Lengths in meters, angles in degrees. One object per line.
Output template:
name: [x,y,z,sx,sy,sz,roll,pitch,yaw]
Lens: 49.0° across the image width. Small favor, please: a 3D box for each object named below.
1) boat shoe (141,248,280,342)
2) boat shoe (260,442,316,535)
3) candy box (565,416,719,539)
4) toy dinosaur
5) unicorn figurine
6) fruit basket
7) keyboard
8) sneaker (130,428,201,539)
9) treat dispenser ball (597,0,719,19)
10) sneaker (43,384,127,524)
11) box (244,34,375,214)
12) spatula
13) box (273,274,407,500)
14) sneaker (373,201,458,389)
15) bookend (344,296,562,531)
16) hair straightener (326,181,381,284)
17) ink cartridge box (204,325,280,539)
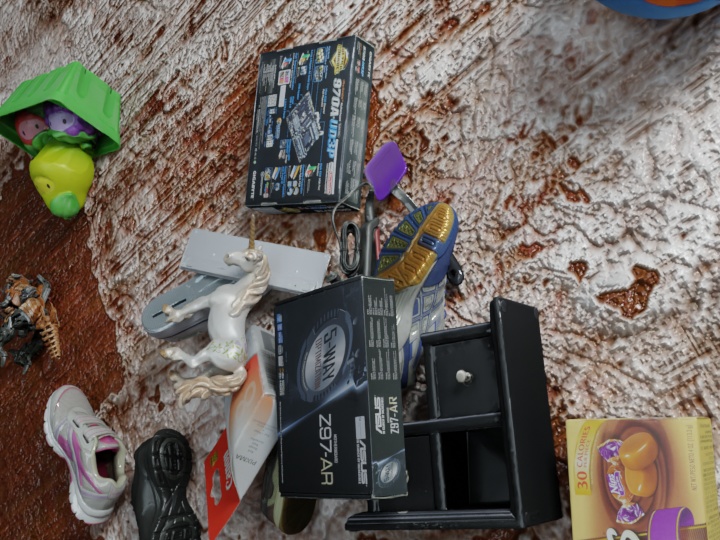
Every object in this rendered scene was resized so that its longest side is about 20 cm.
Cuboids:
boat shoe: [-0.183,0.033,1.016,0.196,0.067,0.075,-21,63,9]
boat shoe: [-0.078,0.192,0.905,0.065,0.071,0.206,8,86,37]
candy box: [0.242,0.229,0.672,0.115,0.056,0.205,-8,77,35]
toy dinosaur: [-0.533,0.081,1.256,0.137,0.102,0.199,-53,33,-2]
unicorn figurine: [-0.166,0.055,0.929,0.134,0.074,0.205,-12,74,8]
fruit basket: [-0.476,-0.195,1.233,0.212,0.155,0.220,-19,54,28]
keyboard: [-0.133,-0.011,0.977,0.196,0.011,0.057,11,66,19]
sneaker: [-0.261,0.316,1.032,0.090,0.075,0.205,-24,62,41]
treat dispenser ball: [0.259,-0.318,0.660,0.197,0.199,0.206,-7,78,35]
sneaker: [-0.380,0.247,1.123,0.088,0.081,0.203,-38,70,24]
box: [-0.064,-0.175,0.972,0.156,0.046,0.205,0,82,37]
spatula: [0.061,-0.063,0.876,0.057,0.020,0.202,-47,59,27]
box: [-0.025,0.120,0.785,0.159,0.043,0.205,-17,72,50]
sneaker: [0.057,0.029,0.829,0.075,0.087,0.203,34,99,53]
bookend: [0.082,0.147,0.782,0.195,0.091,0.205,-12,74,35]
hair straightener: [0.000,0.000,0.875,0.040,0.076,0.205,-9,78,46]
ink cartridge box: [-0.151,0.187,0.932,0.202,0.050,0.163,-56,24,12]
